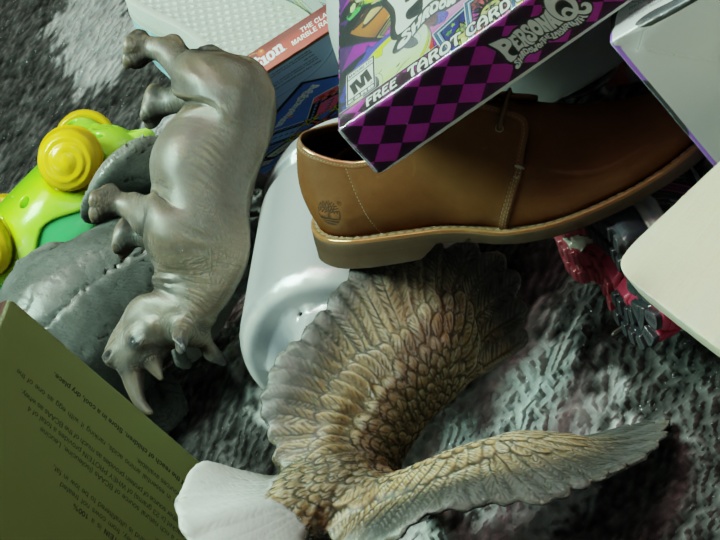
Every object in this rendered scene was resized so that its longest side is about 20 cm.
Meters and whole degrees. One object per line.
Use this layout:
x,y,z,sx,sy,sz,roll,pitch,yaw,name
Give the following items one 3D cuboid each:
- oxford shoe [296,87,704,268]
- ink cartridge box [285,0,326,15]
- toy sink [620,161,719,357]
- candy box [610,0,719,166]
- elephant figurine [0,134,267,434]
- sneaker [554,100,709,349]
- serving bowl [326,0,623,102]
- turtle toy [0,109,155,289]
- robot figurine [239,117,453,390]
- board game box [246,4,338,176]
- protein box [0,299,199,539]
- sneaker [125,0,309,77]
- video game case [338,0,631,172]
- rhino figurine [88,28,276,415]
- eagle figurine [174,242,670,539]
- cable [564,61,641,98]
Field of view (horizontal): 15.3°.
0.064,-0.056,1.227,0.199,0.072,0.071,-13,29,13,oxford shoe
-0.022,-0.208,1.621,0.084,0.145,0.200,-50,30,-8,ink cartridge box
0.231,-0.012,1.098,0.200,0.112,0.130,-43,30,-3,toy sink
0.189,-0.125,1.228,0.071,0.168,0.201,-27,34,28,candy box
-0.104,-0.012,1.492,0.200,0.141,0.155,-41,24,16,elephant figurine
0.136,-0.026,1.286,0.074,0.081,0.200,-18,30,-8,sneaker
0.067,-0.167,1.354,0.199,0.066,0.201,-17,42,16,serving bowl
-0.191,-0.009,1.641,0.200,0.101,0.146,-46,6,7,turtle toy
0.000,0.000,1.376,0.201,0.112,0.170,-82,16,-45,robot figurine
0.001,-0.121,1.513,0.199,0.103,0.020,-32,60,11,board game box
-0.176,0.165,1.316,0.134,0.198,0.201,-23,38,35,protein box
-0.068,-0.125,1.672,0.074,0.082,0.200,-36,49,-16,sneaker
0.074,-0.155,1.206,0.199,0.036,0.182,-34,30,23,video game case
-0.094,-0.024,1.396,0.087,0.060,0.202,5,79,24,rhino figurine
0.019,0.089,1.236,0.200,0.152,0.151,-47,9,9,eagle figurine
0.076,-0.107,1.389,0.199,0.050,0.098,-14,39,30,cable
